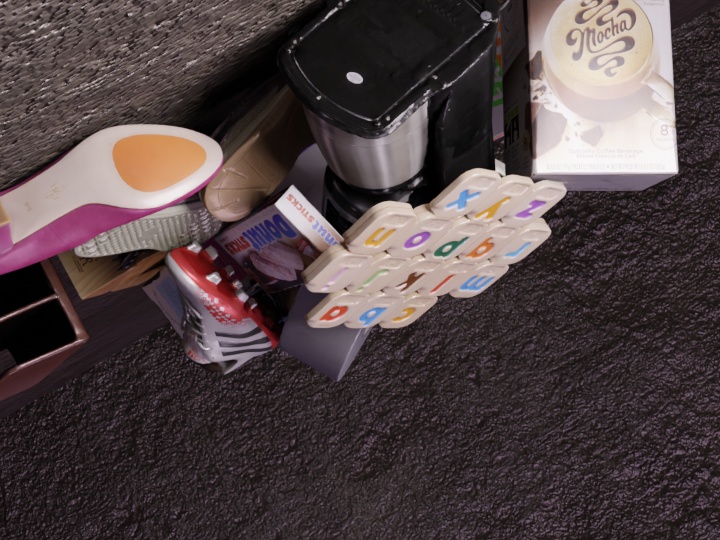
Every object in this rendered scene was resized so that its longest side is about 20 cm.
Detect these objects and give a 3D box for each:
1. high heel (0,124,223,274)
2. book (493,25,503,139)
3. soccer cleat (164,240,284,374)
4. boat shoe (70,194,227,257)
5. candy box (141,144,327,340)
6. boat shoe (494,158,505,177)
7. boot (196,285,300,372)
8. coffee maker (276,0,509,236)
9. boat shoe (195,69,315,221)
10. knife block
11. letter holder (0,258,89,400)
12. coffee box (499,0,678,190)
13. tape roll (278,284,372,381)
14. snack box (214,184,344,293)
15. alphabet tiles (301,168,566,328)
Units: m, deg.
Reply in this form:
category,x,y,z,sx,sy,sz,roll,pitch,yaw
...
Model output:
category,x,y,z,sx,sy,sz,roll,pitch,yaw
high heel,-0.194,-0.044,0.798,0.199,0.068,0.096,-24,167,-19
book,0.122,-0.190,0.990,0.199,0.134,0.048,-29,179,-44
soccer cleat,-0.131,0.041,0.989,0.085,0.069,0.200,-39,155,1
boat shoe,-0.168,-0.053,0.906,0.075,0.063,0.199,-43,162,27
candy box,-0.098,-0.038,1.114,0.200,0.072,0.168,-37,-175,36
boat shoe,0.064,-0.100,1.101,0.061,0.200,0.072,-67,-173,-19
boot,-0.079,0.040,1.136,0.199,0.075,0.097,-38,-173,-9
coffee maker,0.049,-0.113,0.819,0.190,0.136,0.201,-21,152,-4
boat shoe,-0.060,-0.127,0.883,0.200,0.065,0.072,-47,142,-5
knife block,-0.195,-0.045,1.074,0.174,0.064,0.200,-29,179,12
letter holder,-0.365,0.072,1.059,0.141,0.101,0.200,-27,178,-34
coffee box,0.168,-0.165,0.846,0.112,0.203,0.080,-1,175,-8
tape roll,0.000,0.000,1.044,0.202,0.066,0.200,-61,176,-6
snack box,-0.066,-0.021,0.917,0.024,0.072,0.200,-47,-170,-18
alphabet tiles,0.054,-0.013,0.842,0.199,0.015,0.195,2,144,-45
